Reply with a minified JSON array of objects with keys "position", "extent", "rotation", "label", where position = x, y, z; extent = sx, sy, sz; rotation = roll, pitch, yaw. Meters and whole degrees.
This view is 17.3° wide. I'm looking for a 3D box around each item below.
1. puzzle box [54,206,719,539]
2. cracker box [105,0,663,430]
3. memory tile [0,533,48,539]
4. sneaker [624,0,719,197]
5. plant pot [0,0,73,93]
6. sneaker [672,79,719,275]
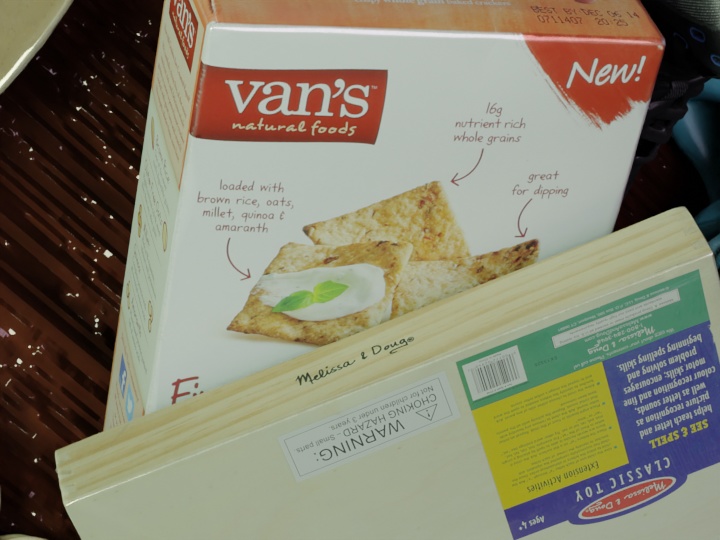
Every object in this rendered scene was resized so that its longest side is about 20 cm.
[{"position":[0.023,0.070,0.713],"extent":[0.199,0.026,0.134],"rotation":[-21,130,-1],"label":"puzzle box"},{"position":[0.000,0.000,0.716],"extent":[0.133,0.058,0.201],"rotation":[0,126,-16],"label":"cracker box"},{"position":[-0.156,0.122,0.726],"extent":[0.153,0.017,0.201],"rotation":[-45,111,-23],"label":"memory tile"},{"position":[0.096,-0.067,0.774],"extent":[0.073,0.112,0.201],"rotation":[-10,129,-28],"label":"sneaker"},{"position":[-0.181,-0.114,0.637],"extent":[0.200,0.201,0.135],"rotation":[-33,68,-26],"label":"plant pot"},{"position":[0.154,0.004,0.844],"extent":[0.079,0.078,0.201],"rotation":[9,44,-20],"label":"sneaker"}]
